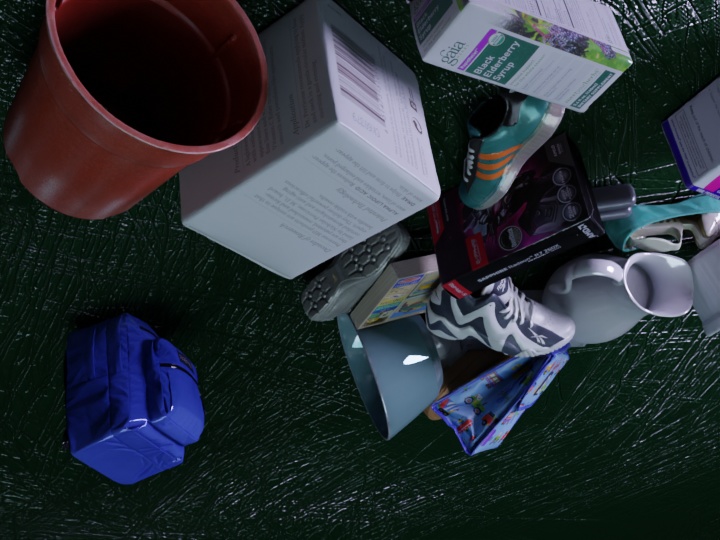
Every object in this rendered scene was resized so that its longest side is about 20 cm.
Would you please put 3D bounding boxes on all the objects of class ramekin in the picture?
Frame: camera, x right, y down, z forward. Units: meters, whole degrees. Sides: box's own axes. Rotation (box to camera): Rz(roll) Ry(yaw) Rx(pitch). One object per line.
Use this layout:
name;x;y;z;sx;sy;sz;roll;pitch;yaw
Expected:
ramekin;0.520;-0.006;1.280;0.200;0.098;0.201;-29;167;-7

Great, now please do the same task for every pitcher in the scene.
pitcher;0.314;0.027;1.297;0.170;0.122;0.200;16;163;-22

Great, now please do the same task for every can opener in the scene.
can opener;0.250;-0.065;1.221;0.198;0.067;0.053;-12;156;-4

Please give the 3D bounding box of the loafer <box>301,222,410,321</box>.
loafer;0.000;0.000;1.268;0.069;0.070;0.200;-1;151;-46

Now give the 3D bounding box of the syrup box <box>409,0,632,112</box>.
syrup box;0.152;-0.226;0.922;0.199;0.082;0.079;10;143;-29

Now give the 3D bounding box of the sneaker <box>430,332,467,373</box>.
sneaker;0.092;0.142;1.513;0.099;0.078;0.201;9;136;-14

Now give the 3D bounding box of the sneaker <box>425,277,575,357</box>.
sneaker;0.188;0.039;1.239;0.198;0.080;0.130;14;145;3

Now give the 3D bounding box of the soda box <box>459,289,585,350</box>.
soda box;0.243;0.072;1.429;0.198;0.069;0.064;-1;148;-12

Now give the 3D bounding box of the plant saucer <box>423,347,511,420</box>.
plant saucer;0.183;0.168;1.515;0.200;0.032;0.201;-33;157;-16

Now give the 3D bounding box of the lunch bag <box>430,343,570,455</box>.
lunch bag;0.219;0.163;1.389;0.200;0.094;0.150;-44;161;12

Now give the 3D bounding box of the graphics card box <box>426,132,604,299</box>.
graphics card box;0.178;-0.062;1.146;0.199;0.126;0.051;-24;144;26

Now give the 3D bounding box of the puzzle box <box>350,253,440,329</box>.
puzzle box;0.096;0.018;1.290;0.199;0.026;0.133;-12;154;-33

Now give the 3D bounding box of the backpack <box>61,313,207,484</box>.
backpack;-0.308;0.163;1.325;0.167;0.201;0.163;-21;145;3

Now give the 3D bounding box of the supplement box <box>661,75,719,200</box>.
supplement box;0.449;-0.171;1.060;0.101;0.104;0.200;14;140;-30

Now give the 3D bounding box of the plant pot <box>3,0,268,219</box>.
plant pot;-0.217;-0.152;0.867;0.200;0.202;0.195;16;150;-33

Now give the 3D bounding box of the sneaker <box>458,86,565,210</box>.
sneaker;0.145;-0.144;1.073;0.079;0.072;0.200;17;143;-14

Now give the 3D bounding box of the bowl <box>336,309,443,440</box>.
bowl;0.048;0.127;1.375;0.104;0.202;0.201;-20;150;-9

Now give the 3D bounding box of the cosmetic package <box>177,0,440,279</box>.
cosmetic package;-0.056;-0.124;0.956;0.199;0.166;0.165;-27;144;29

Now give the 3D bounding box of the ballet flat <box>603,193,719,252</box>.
ballet flat;0.419;-0.057;1.263;0.198;0.071;0.068;-9;148;0
